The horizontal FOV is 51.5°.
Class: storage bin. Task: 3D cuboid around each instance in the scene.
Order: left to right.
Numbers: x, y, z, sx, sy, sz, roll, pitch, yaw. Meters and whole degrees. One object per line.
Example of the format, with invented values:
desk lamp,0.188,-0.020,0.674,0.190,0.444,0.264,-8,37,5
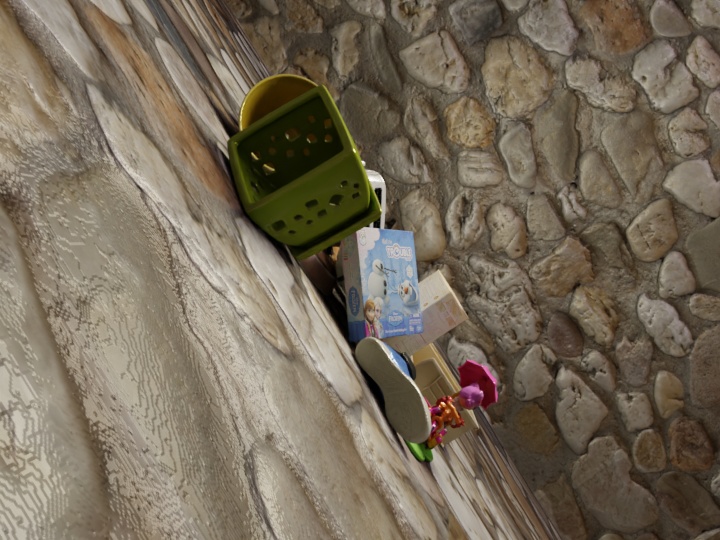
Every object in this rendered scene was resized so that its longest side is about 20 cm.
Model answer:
storage bin,0.167,0.267,1.693,0.200,0.093,0.200,57,6,-5

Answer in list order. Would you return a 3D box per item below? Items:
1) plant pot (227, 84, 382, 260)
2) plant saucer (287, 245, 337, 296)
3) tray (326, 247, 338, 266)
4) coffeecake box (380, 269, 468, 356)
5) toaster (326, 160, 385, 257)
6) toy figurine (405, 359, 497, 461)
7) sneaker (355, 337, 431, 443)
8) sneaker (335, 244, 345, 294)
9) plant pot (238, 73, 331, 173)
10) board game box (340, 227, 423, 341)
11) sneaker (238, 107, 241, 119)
plant pot,-0.084,-0.149,1.238,0.182,0.197,0.201,54,11,-48
plant saucer,-0.099,-0.045,1.394,0.202,0.034,0.200,57,7,-10
tray,-0.019,-0.021,1.639,0.037,0.099,0.201,2,-44,46
coffeecake box,0.111,0.102,1.558,0.073,0.199,0.154,54,7,-16
toaster,-0.026,-0.120,1.503,0.113,0.128,0.204,-5,101,-49
toy figurine,0.163,0.239,1.346,0.151,0.183,0.200,57,6,-2
sneaker,0.073,0.207,1.280,0.201,0.077,0.111,53,13,28
sneaker,0.025,0.012,1.475,0.129,0.079,0.202,-35,110,-52
plant pot,-0.154,-0.269,1.497,0.201,0.199,0.142,57,-18,-1
board game box,0.042,0.024,1.391,0.199,0.043,0.202,0,83,-55
sneaker,-0.184,-0.262,1.601,0.200,0.079,0.131,52,7,-42
